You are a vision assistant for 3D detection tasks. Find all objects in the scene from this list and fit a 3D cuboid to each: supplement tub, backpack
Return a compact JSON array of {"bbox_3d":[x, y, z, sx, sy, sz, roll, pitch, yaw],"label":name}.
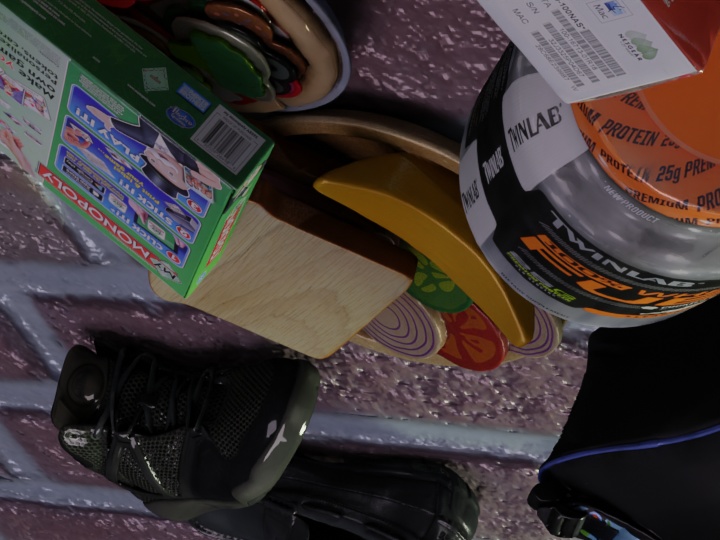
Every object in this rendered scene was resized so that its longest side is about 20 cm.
[{"bbox_3d":[0.104,-0.050,0.716,0.122,0.123,0.200,23,171,0],"label":"supplement tub"},{"bbox_3d":[0.205,0.092,0.904,0.200,0.135,0.182,40,144,-23],"label":"backpack"}]

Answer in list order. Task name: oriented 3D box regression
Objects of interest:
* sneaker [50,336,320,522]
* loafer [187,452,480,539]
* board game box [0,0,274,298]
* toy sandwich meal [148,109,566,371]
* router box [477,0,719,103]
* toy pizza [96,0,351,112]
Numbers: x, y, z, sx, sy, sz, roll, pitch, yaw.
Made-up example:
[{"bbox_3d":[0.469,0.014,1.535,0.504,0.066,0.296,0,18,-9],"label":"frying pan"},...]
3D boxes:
[{"bbox_3d":[-0.104,0.081,1.143,0.114,0.076,0.199,29,154,-21],"label":"sneaker"},{"bbox_3d":[-0.026,0.148,1.195,0.200,0.071,0.068,-1,140,34],"label":"loafer"},{"bbox_3d":[-0.132,-0.080,0.852,0.200,0.029,0.135,39,158,1],"label":"board game box"},{"bbox_3d":[0.000,0.000,0.960,0.204,0.070,0.205,17,148,11],"label":"toy sandwich meal"},{"bbox_3d":[0.045,-0.179,0.564,0.049,0.180,0.200,-11,135,43],"label":"router box"},{"bbox_3d":[-0.099,-0.112,0.851,0.199,0.032,0.200,21,163,7],"label":"toy pizza"}]
